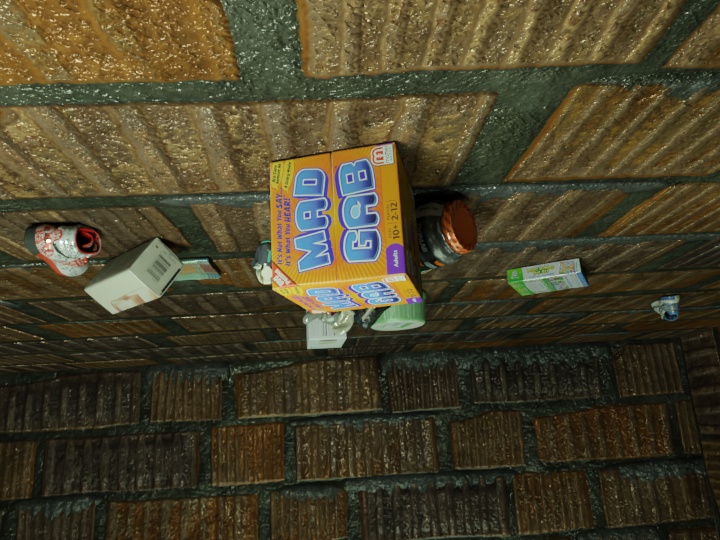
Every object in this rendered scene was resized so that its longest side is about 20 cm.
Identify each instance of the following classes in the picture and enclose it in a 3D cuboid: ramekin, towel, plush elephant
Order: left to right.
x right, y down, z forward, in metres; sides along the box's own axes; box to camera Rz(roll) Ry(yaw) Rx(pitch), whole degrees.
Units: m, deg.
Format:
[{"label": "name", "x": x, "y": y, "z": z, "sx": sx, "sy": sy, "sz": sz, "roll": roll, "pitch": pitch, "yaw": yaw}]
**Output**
[{"label": "towel", "x": -0.447, "y": 0.002, "z": 1.378, "sx": 0.197, "sy": 0.022, "sz": 0.147, "roll": -3, "pitch": 165, "yaw": -2}, {"label": "plush elephant", "x": -0.086, "y": 0.075, "z": 1.438, "sx": 0.199, "sy": 0.164, "sz": 0.156, "roll": -9, "pitch": 129, "yaw": -47}, {"label": "ramekin", "x": 0.114, "y": 0.128, "z": 1.815, "sx": 0.197, "sy": 0.099, "sz": 0.200, "roll": -3, "pitch": 165, "yaw": -1}]

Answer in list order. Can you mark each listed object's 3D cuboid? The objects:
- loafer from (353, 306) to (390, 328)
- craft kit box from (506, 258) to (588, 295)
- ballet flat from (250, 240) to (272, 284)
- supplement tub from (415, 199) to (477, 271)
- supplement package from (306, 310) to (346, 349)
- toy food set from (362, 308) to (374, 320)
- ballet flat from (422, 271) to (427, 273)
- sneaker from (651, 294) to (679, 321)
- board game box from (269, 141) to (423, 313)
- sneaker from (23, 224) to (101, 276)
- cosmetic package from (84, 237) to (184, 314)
[{"label": "loafer", "x": 0.058, "y": 0.062, "z": 1.462, "sx": 0.072, "sy": 0.201, "sz": 0.072, "roll": 34, "pitch": 140, "yaw": 1}, {"label": "craft kit box", "x": 0.536, "y": 0.022, "z": 1.635, "sx": 0.196, "sy": 0.049, "sz": 0.200, "roll": -13, "pitch": 162, "yaw": 24}, {"label": "ballet flat", "x": -0.215, "y": -0.007, "z": 1.308, "sx": 0.072, "sy": 0.074, "sz": 0.200, "roll": 0, "pitch": 165, "yaw": -12}, {"label": "supplement tub", "x": 0.111, "y": -0.059, "z": 1.085, "sx": 0.199, "sy": 0.124, "sz": 0.122, "roll": -17, "pitch": 160, "yaw": 38}, {"label": "supplement package", "x": -0.106, "y": 0.144, "z": 1.714, "sx": 0.109, "sy": 0.158, "sz": 0.200, "roll": -1, "pitch": 165, "yaw": -6}, {"label": "toy food set", "x": -0.020, "y": -0.012, "z": 1.095, "sx": 0.060, "sy": 0.202, "sz": 0.144, "roll": -22, "pitch": 166, "yaw": -17}, {"label": "ballet flat", "x": 0.135, "y": -0.025, "z": 1.368, "sx": 0.063, "sy": 0.069, "sz": 0.200, "roll": -27, "pitch": 180, "yaw": -30}, {"label": "sneaker", "x": 1.150, "y": 0.151, "z": 2.159, "sx": 0.076, "sy": 0.086, "sz": 0.200, "roll": -8, "pitch": 165, "yaw": 16}, {"label": "board game box", "x": -0.016, "y": -0.056, "z": 0.918, "sx": 0.197, "sy": 0.202, "sz": 0.200, "roll": -7, "pitch": 164, "yaw": 11}, {"label": "sneaker", "x": -0.555, "y": -0.035, "z": 1.131, "sx": 0.107, "sy": 0.068, "sz": 0.202, "roll": -1, "pitch": 162, "yaw": 2}, {"label": "cosmetic package", "x": -0.481, "y": 0.015, "z": 1.218, "sx": 0.199, "sy": 0.104, "sz": 0.087, "roll": -15, "pitch": 126, "yaw": 40}]
